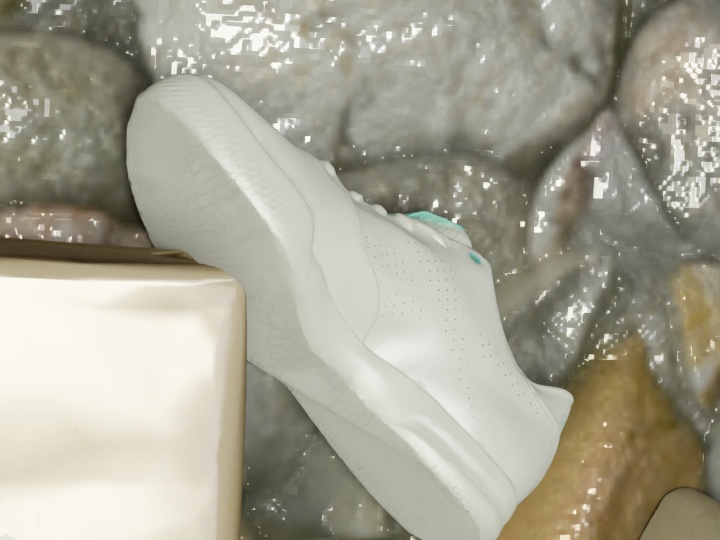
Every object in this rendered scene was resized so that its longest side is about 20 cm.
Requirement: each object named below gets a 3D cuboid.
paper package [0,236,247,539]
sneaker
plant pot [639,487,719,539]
[{"bbox_3d":[-0.136,0.090,0.793,0.190,0.103,0.200,3,94,-12],"label":"paper package"},{"bbox_3d":[0.000,0.000,0.875,0.089,0.075,0.200,-47,109,-29],"label":"sneaker"},{"bbox_3d":[0.179,0.220,0.889,0.200,0.177,0.200,33,82,-19],"label":"plant pot"}]
